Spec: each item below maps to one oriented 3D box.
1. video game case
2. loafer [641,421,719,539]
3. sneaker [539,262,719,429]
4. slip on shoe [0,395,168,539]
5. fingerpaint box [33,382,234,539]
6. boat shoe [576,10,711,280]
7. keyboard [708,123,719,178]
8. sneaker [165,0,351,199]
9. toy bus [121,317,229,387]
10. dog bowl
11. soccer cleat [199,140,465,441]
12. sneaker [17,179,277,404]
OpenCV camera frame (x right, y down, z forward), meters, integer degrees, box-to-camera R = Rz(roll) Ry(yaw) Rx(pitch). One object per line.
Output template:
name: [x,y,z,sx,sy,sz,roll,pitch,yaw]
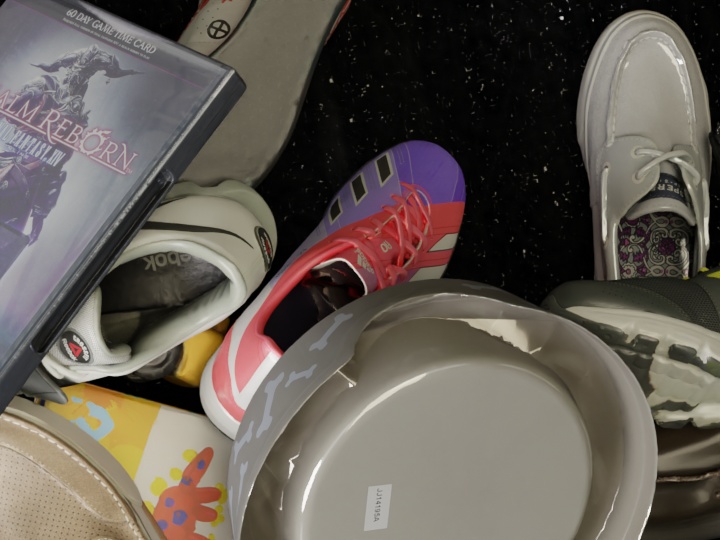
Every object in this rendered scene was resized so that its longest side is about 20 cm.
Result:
video game case: [-0.158,-0.029,1.032,0.142,0.019,0.201,26,74,36]
loafer: [0.165,0.093,1.170,0.199,0.073,0.072,2,101,-20]
sneaker: [0.175,0.027,1.127,0.199,0.075,0.085,12,56,-18]
slip on shoe: [-0.122,0.138,1.036,0.076,0.061,0.200,-34,101,27]
fingerpaint box: [-0.097,0.166,1.119,0.166,0.073,0.201,15,84,-10]
boat shoe: [0.144,-0.031,1.174,0.071,0.069,0.202,8,86,-10]
keyboard: [0.223,-0.032,1.201,0.126,0.021,0.202,-5,88,-34]
sneaker: [-0.058,-0.100,1.123,0.067,0.108,0.202,31,89,-13]
toy bus: [-0.154,-0.012,1.121,0.199,0.065,0.079,24,82,-8]
dog bowl: [0.031,0.094,1.052,0.199,0.059,0.201,-10,117,-19]
soccer cleat: [0.000,0.000,1.115,0.068,0.073,0.200,41,54,0]
sneaker: [-0.135,0.018,1.039,0.199,0.089,0.074,-22,108,8]
